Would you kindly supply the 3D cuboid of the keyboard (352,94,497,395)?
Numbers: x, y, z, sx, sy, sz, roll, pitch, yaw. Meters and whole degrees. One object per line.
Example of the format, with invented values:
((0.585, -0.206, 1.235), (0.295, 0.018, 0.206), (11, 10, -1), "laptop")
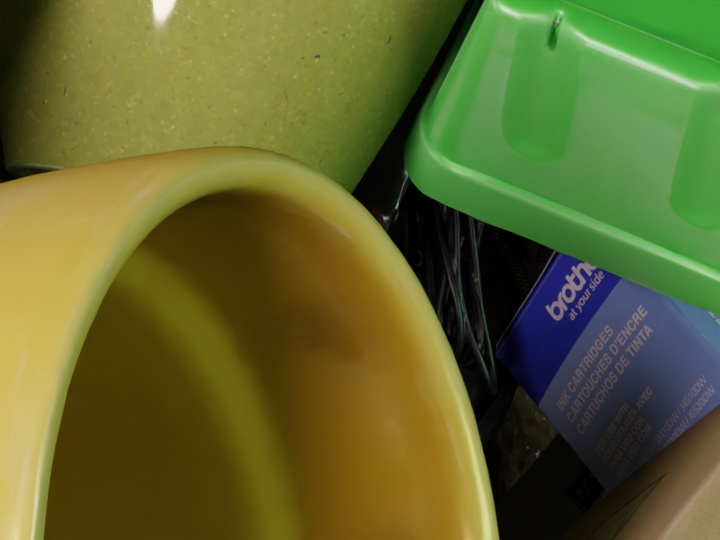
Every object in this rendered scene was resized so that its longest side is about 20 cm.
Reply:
((-0.004, -0.029, 0.938), (0.040, 0.103, 0.201), (110, -17, -74), "keyboard")

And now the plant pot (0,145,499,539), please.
((-0.093, 0.082, 0.665), (0.201, 0.188, 0.202), (20, 68, -59), "plant pot")

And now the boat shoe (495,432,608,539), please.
((0.118, 0.065, 1.094), (0.071, 0.200, 0.064), (49, 9, 36), "boat shoe")

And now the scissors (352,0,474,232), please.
((0.000, 0.000, 0.915), (0.073, 0.014, 0.200), (43, 78, -7), "scissors")

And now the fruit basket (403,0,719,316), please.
((0.118, -0.077, 0.895), (0.216, 0.155, 0.217), (23, 90, -79), "fruit basket")

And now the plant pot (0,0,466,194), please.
((-0.035, -0.114, 0.851), (0.187, 0.186, 0.201), (23, 80, -58), "plant pot")

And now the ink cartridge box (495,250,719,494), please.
((0.140, 0.040, 0.969), (0.136, 0.077, 0.200), (-12, 53, -44), "ink cartridge box")

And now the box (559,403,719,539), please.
((0.054, 0.105, 0.825), (0.021, 0.164, 0.200), (45, 51, 2), "box")

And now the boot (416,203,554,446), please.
((0.004, -0.027, 1.000), (0.200, 0.069, 0.175), (-33, 100, -41), "boot")
